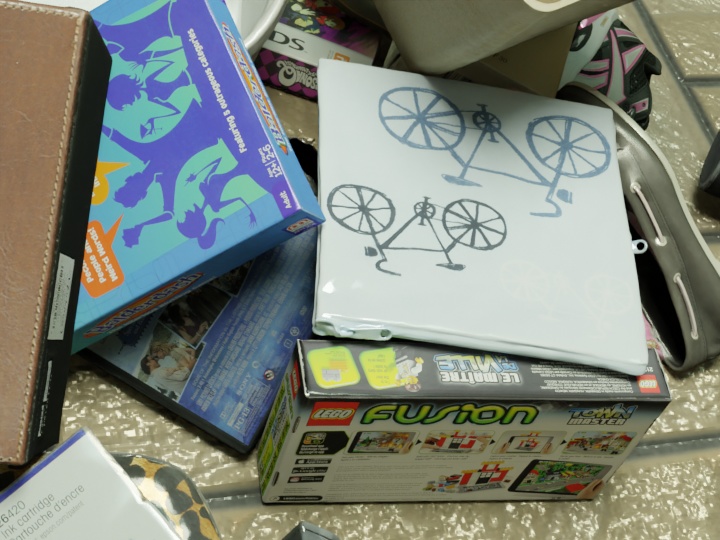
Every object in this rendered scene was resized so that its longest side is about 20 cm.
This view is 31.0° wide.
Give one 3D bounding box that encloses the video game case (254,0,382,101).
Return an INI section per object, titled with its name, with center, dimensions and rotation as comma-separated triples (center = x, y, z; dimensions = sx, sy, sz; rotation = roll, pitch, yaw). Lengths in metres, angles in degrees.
[video game case]
center = -0.064, -0.218, 0.954
dimensions = 0.181, 0.036, 0.200
rotation = 20, 49, -4

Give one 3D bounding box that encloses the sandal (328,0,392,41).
[sandal]
center = 0.053, -0.189, 0.927
dimensions = 0.200, 0.054, 0.080
rotation = 28, 48, -26

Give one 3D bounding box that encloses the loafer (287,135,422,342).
[loafer]
center = 0.000, 0.000, 0.743
dimensions = 0.200, 0.071, 0.073
rotation = 43, 54, 16

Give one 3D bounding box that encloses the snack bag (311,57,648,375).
[snack bag]
center = 0.066, -0.031, 0.716
dimensions = 0.188, 0.021, 0.200
rotation = 8, 51, -12

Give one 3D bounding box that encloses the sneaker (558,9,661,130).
[sneaker]
center = 0.165, -0.117, 0.923
dimensions = 0.086, 0.080, 0.200
rotation = 36, 55, -3

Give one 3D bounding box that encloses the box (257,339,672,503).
[box]
center = 0.053, 0.084, 0.697
dimensions = 0.200, 0.110, 0.035
rotation = 3, 51, -17

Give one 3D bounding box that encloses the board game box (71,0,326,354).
[board game box]
center = -0.139, -0.049, 0.685
dimensions = 0.200, 0.045, 0.152
rotation = -28, 77, 12

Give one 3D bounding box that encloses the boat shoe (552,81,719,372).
[boat shoe]
center = 0.174, -0.027, 0.826
dimensions = 0.057, 0.067, 0.200
rotation = -35, 92, -23

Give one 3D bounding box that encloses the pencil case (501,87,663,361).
[pencil case]
center = 0.110, -0.011, 0.793
dimensions = 0.086, 0.083, 0.200
rotation = -16, 69, -23

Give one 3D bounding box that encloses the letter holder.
[letter holder]
center = -0.203, -0.022, 0.602
dimensions = 0.142, 0.101, 0.200
rotation = 8, 87, -5

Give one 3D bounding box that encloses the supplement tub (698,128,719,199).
[supplement tub]
center = 0.342, -0.048, 0.901
dimensions = 0.200, 0.107, 0.107
rotation = 25, 49, 3

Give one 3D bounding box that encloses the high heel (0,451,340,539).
[high heel]
center = -0.106, 0.164, 0.606
dimensions = 0.200, 0.071, 0.143
rotation = 18, 46, -11

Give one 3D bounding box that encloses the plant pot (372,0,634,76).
[plant pot]
center = 0.088, -0.222, 0.743
dimensions = 0.200, 0.177, 0.200
rotation = -24, 84, -25

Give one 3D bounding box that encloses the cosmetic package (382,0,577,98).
[cosmetic package]
center = 0.098, -0.202, 0.882
dimensions = 0.103, 0.073, 0.200
rotation = 25, 66, -13

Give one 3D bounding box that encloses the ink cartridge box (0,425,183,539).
[ink cartridge box]
center = -0.129, 0.204, 0.547
dimensions = 0.198, 0.047, 0.200
rotation = -39, 69, -15

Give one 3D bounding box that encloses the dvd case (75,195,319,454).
[dvd case]
center = -0.112, -0.009, 0.722
dimensions = 0.200, 0.018, 0.143
rotation = 30, 92, 7

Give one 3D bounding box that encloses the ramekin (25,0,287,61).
[ramekin]
center = -0.145, -0.185, 0.820
dimensions = 0.200, 0.105, 0.201
rotation = 3, 74, -9

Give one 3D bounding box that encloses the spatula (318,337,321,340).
[spatula]
center = 0.017, 0.014, 0.801
dimensions = 0.200, 0.021, 0.057
rotation = -22, 63, -32
